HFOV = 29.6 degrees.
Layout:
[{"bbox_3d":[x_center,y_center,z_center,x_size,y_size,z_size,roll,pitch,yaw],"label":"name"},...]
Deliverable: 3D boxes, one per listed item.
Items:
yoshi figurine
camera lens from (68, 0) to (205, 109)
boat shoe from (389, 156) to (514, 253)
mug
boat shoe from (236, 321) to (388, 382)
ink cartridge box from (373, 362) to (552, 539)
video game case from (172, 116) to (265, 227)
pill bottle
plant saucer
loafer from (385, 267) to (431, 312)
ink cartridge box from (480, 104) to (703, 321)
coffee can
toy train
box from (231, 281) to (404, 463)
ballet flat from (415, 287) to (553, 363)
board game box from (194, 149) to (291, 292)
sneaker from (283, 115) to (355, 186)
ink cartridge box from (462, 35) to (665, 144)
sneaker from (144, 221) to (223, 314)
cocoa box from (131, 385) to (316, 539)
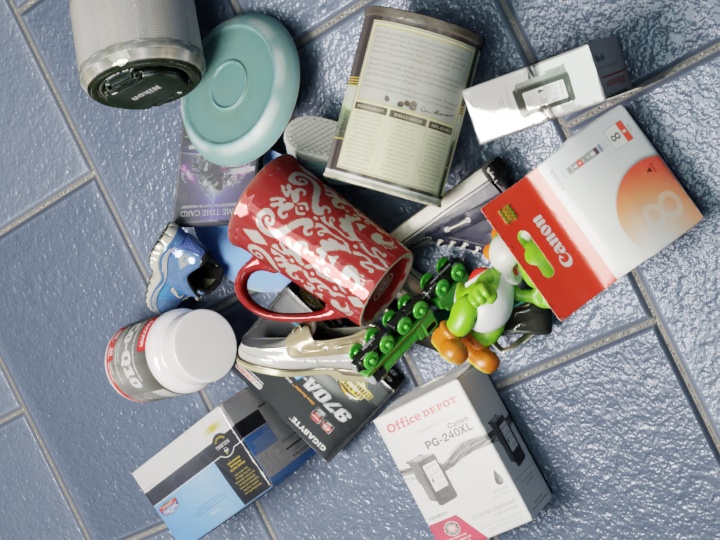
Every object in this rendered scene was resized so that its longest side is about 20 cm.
[{"bbox_3d":[0.174,0.028,1.584,0.111,0.112,0.201,29,103,0],"label":"yoshi figurine"},{"bbox_3d":[-0.286,-0.317,1.725,0.159,0.159,0.202,-20,73,31],"label":"camera lens"},{"bbox_3d":[0.115,-0.047,1.662,0.199,0.075,0.093,-35,93,32],"label":"boat shoe"},{"bbox_3d":[-0.051,-0.016,1.665,0.199,0.133,0.179,34,127,16],"label":"mug"},{"bbox_3d":[-0.061,0.095,1.732,0.197,0.075,0.069,2,108,10],"label":"boat shoe"},{"bbox_3d":[0.128,0.236,1.727,0.145,0.083,0.201,-29,89,31],"label":"ink cartridge box"},{"bbox_3d":[-0.180,-0.158,1.767,0.142,0.019,0.203,-1,82,37],"label":"video game case"},{"bbox_3d":[-0.257,0.113,1.843,0.199,0.113,0.115,-18,96,54],"label":"pill bottle"},{"bbox_3d":[-0.162,-0.234,1.740,0.198,0.027,0.203,-8,77,36],"label":"plant saucer"},{"bbox_3d":[0.000,0.000,1.724,0.199,0.063,0.072,28,121,7],"label":"loafer"},{"bbox_3d":[0.260,-0.067,1.527,0.163,0.199,0.050,54,165,4],"label":"ink cartridge box"},{"bbox_3d":[0.050,-0.189,1.583,0.145,0.146,0.202,16,93,23],"label":"coffee can"},{"bbox_3d":[0.063,0.062,1.663,0.042,0.200,0.057,24,151,46],"label":"toy train"},{"bbox_3d":[-0.063,0.132,1.809,0.200,0.046,0.159,44,119,3],"label":"box"},{"bbox_3d":[0.148,0.077,1.686,0.198,0.068,0.069,-15,109,30],"label":"ballet flat"},{"bbox_3d":[-0.126,-0.070,1.807,0.157,0.039,0.201,36,120,8],"label":"board game box"},{"bbox_3d":[0.001,-0.137,1.713,0.198,0.082,0.075,22,72,6],"label":"sneaker"},{"bbox_3d":[0.229,-0.210,1.532,0.198,0.116,0.069,-17,96,29],"label":"ink cartridge box"},{"bbox_3d":[-0.234,0.016,1.827,0.088,0.079,0.200,27,154,5],"label":"sneaker"},{"bbox_3d":[-0.186,0.265,1.873,0.200,0.133,0.132,-38,85,30],"label":"cocoa box"}]
